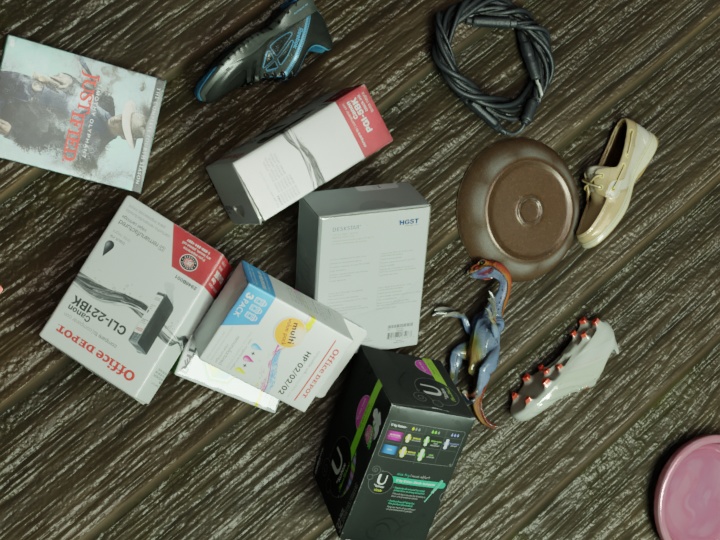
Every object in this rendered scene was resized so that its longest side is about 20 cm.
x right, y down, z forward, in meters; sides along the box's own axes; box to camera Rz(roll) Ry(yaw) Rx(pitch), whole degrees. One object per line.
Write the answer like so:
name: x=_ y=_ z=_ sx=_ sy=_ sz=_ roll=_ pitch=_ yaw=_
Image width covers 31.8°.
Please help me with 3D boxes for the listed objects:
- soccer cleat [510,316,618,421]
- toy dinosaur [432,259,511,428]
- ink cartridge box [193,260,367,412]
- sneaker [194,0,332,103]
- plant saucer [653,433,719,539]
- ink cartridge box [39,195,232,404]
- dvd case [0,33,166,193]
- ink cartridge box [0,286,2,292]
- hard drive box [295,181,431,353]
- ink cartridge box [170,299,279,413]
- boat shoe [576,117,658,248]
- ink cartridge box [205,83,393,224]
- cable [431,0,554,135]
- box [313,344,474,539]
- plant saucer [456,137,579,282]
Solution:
soccer cleat: x=0.295 y=0.152 z=1.793 sx=0.200 sy=0.069 sz=0.078 roll=-43 pitch=111 yaw=-17
toy dinosaur: x=0.163 y=0.086 z=1.744 sx=0.183 sy=0.104 sz=0.200 roll=-56 pitch=144 yaw=-16
ink cartridge box: x=-0.090 y=0.090 z=1.546 sx=0.198 sy=0.068 sz=0.116 roll=29 pitch=105 yaw=-25
sneaker: x=-0.119 y=-0.264 z=1.592 sx=0.199 sy=0.073 sz=0.082 roll=-39 pitch=108 yaw=-14
plant saucer: x=0.519 y=0.344 z=1.904 sx=0.197 sy=0.051 sz=0.204 roll=-2 pitch=95 yaw=-22
ink cartridge box: x=-0.268 y=0.038 z=1.520 sx=0.143 sy=0.084 sz=0.202 roll=30 pitch=82 yaw=7
dvd case: x=-0.347 y=-0.188 z=1.533 sx=0.197 sy=0.022 sz=0.149 roll=14 pitch=88 yaw=-23
ink cartridge box: x=-0.536 y=0.005 z=1.456 sx=0.163 sy=0.057 sz=0.200 roll=-46 pitch=104 yaw=-13
hard drive box: x=0.000 y=0.000 z=1.619 sx=0.153 sy=0.077 sz=0.203 roll=-6 pitch=119 yaw=-22
ink cartridge box: x=-0.182 y=0.095 z=1.598 sx=0.198 sy=0.059 sz=0.105 roll=25 pitch=85 yaw=-22
boat shoe: x=0.349 y=-0.127 z=1.795 sx=0.069 sy=0.073 sz=0.202 roll=36 pitch=71 yaw=-18
ink cartridge box: x=-0.080 y=-0.144 z=1.576 sx=0.199 sy=0.146 sz=0.084 roll=-33 pitch=103 yaw=-17
cable: x=0.183 y=-0.295 z=1.724 sx=0.199 sy=0.051 sz=0.164 roll=38 pitch=79 yaw=-19
box: x=0.039 y=0.225 z=1.618 sx=0.122 sy=0.149 sz=0.203 roll=11 pitch=111 yaw=-22
plant saucer: x=0.230 y=-0.084 z=1.766 sx=0.197 sy=0.037 sz=0.204 roll=-2 pitch=94 yaw=-23
